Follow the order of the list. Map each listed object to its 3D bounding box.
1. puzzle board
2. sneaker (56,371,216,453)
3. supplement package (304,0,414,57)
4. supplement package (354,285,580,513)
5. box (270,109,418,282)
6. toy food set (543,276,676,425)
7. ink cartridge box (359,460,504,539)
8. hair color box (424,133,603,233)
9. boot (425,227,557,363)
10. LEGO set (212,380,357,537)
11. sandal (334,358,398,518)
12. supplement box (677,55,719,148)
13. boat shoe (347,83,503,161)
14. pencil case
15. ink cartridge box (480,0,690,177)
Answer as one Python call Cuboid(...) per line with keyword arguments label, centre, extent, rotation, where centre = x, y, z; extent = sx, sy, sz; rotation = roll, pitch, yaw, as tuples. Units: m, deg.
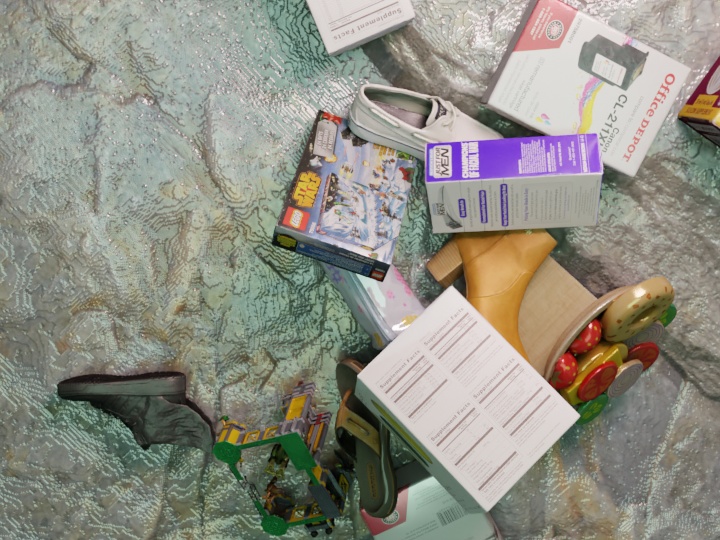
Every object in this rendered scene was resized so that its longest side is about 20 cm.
Cuboid(label="puzzle board", centre=(0.187, 0.071, 1.226), extent=(0.200, 0.017, 0.151), rotation=(-47, 68, 6))
Cuboid(label="sneaker", centre=(-0.289, 0.187, 1.263), extent=(0.199, 0.060, 0.105), rotation=(-3, 97, -2))
Cuboid(label="supplement package", centre=(-0.025, -0.362, 1.127), extent=(0.113, 0.110, 0.201), rotation=(-21, 100, 4))
Cuboid(label="supplement package", centre=(0.114, 0.153, 1.118), extent=(0.151, 0.152, 0.200), rotation=(-43, 80, -11))
Cuboid(label="box", centre=(-0.013, -0.092, 1.148), extent=(0.136, 0.201, 0.040), rotation=(19, 141, -4))
Cuboid(label="toy food set", centre=(0.308, 0.098, 1.196), extent=(0.200, 0.198, 0.049), rotation=(-41, 54, -4))
Cuboid(label="ink cartridge box", centre=(0.106, 0.352, 1.281), extent=(0.145, 0.085, 0.201), rotation=(-26, 98, 6))
Cuboid(label="hair color box", centre=(0.178, -0.101, 1.147), extent=(0.199, 0.109, 0.065), rotation=(-3, 59, 7))
Cuboid(label="boot", centre=(0.187, 0.015, 1.192), extent=(0.144, 0.071, 0.201), rotation=(-39, 70, 6))
Cuboid(label="LEGO set", centre=(-0.089, 0.236, 1.262), extent=(0.153, 0.116, 0.200), rotation=(-24, 114, 24))
Cuboid(label="sandal", centre=(-0.004, 0.209, 1.212), extent=(0.054, 0.082, 0.201), rotation=(-3, 82, -35))
Cuboid(label="supplement box", centre=(0.486, -0.232, 1.139), extent=(0.103, 0.131, 0.200), rotation=(33, 99, -6))
Cuboid(label="boat shoe", centre=(0.086, -0.177, 1.171), extent=(0.199, 0.066, 0.072), rotation=(18, 59, -4))
Cuboid(label="pencil case", centre=(0.000, 0.000, 1.209), extent=(0.083, 0.091, 0.200), rotation=(-33, 100, 7))
Cuboid(label="ink cartridge box", centre=(0.267, -0.221, 1.167), extent=(0.199, 0.083, 0.146), rotation=(25, 99, -4))
